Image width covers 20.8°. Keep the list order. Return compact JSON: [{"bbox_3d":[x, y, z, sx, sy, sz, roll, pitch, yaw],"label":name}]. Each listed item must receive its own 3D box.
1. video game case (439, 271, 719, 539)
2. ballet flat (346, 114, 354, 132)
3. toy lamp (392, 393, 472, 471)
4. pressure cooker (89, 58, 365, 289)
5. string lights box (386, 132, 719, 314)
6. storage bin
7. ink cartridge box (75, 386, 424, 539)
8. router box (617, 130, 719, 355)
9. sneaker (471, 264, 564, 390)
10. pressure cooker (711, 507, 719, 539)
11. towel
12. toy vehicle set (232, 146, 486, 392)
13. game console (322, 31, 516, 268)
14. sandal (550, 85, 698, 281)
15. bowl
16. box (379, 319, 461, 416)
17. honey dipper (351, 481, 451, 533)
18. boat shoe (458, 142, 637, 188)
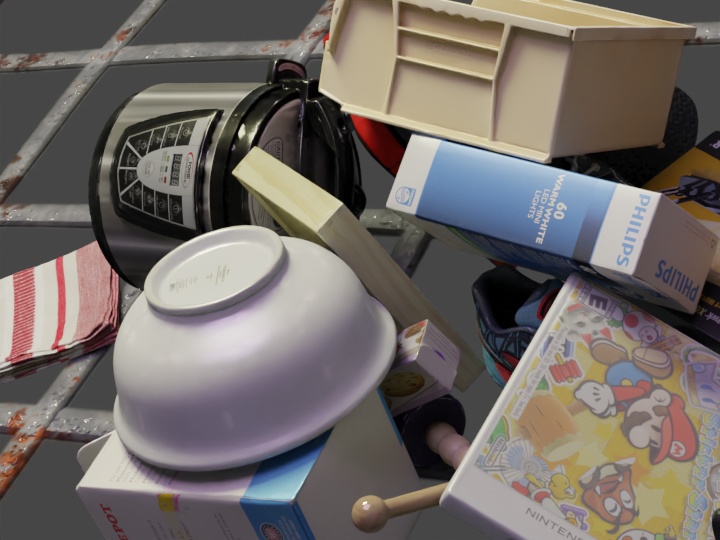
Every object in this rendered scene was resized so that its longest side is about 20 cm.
[{"bbox_3d":[0.169,0.115,1.212,0.181,0.023,0.200,30,53,6],"label":"video game case"},{"bbox_3d":[-0.021,-0.145,1.702,0.200,0.075,0.074,-39,37,-21],"label":"ballet flat"},{"bbox_3d":[0.074,0.132,1.307,0.058,0.058,0.200,-33,35,-12],"label":"toy lamp"},{"bbox_3d":[-0.091,-0.064,1.545,0.199,0.177,0.179,4,42,33],"label":"pressure cooker"},{"bbox_3d":[0.128,-0.031,1.322,0.199,0.103,0.059,16,84,35],"label":"string lights box"},{"bbox_3d":[0.104,-0.148,1.404,0.197,0.095,0.199,17,16,30],"label":"storage bin"},{"bbox_3d":[-0.081,0.148,1.315,0.199,0.129,0.126,1,41,31],"label":"ink cartridge box"},{"bbox_3d":[0.263,-0.008,1.378,0.157,0.052,0.200,-36,36,-15],"label":"router box"},{"bbox_3d":[0.139,0.056,1.332,0.079,0.096,0.199,-40,37,-20],"label":"sneaker"},{"bbox_3d":[0.289,0.155,1.048,0.175,0.179,0.201,24,41,-8],"label":"pressure cooker"},{"bbox_3d":[-0.299,0.044,1.676,0.198,0.023,0.144,-21,34,6],"label":"towel"},{"bbox_3d":[0.000,0.000,1.399,0.027,0.200,0.124,-47,39,-6],"label":"toy vehicle set"},{"bbox_3d":[0.048,-0.102,1.529,0.031,0.177,0.201,-42,32,16],"label":"game console"},{"bbox_3d":[0.188,-0.073,1.499,0.201,0.075,0.048,-48,14,-27],"label":"sandal"},{"bbox_3d":[-0.082,0.034,1.278,0.199,0.091,0.202,-14,29,8],"label":"bowl"},{"bbox_3d":[-0.016,0.091,1.367,0.199,0.041,0.039,-25,31,38],"label":"box"},{"bbox_3d":[0.084,0.129,1.209,0.199,0.038,0.038,-11,27,-28],"label":"honey dipper"},{"bbox_3d":[0.144,-0.056,1.405,0.073,0.062,0.199,-46,44,-15],"label":"boat shoe"}]
